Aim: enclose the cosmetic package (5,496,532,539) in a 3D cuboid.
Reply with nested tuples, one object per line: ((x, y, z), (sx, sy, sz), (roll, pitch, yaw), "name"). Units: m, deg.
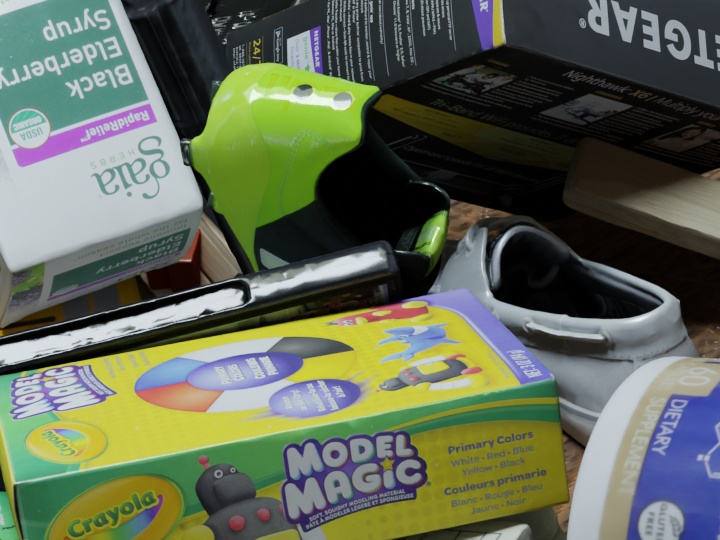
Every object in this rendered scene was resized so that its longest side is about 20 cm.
((-0.048, 0.129, 0.836), (0.199, 0.074, 0.104), (1, 26, 29), "cosmetic package")

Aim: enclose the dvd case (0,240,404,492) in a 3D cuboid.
((-0.077, 0.055, 0.953), (0.199, 0.143, 0.018), (-14, 58, -3), "dvd case")

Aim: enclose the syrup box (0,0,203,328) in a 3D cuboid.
((-0.134, -0.089, 0.992), (0.078, 0.201, 0.081), (-20, -12, -16), "syrup box")

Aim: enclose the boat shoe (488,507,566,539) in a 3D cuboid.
((-0.012, 0.093, 0.912), (0.199, 0.062, 0.072), (0, 26, 29), "boat shoe")

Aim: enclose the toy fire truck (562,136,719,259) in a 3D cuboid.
((0.178, -0.005, 0.991), (0.199, 0.129, 0.176), (-18, 15, 31), "toy fire truck")

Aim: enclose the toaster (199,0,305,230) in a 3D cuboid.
((-0.105, -0.076, 1.263), (0.199, 0.119, 0.181), (-6, 24, 13), "toaster")

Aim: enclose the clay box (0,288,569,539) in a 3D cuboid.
((-0.044, 0.057, 0.847), (0.199, 0.048, 0.115), (-10, 16, -10), "clay box")

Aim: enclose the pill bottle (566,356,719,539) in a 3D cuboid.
((0.171, 0.090, 0.757), (0.199, 0.120, 0.120), (3, 28, 31), "pill bottle")

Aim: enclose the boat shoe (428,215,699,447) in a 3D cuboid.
((0.067, 0.013, 1.041), (0.072, 0.069, 0.200), (-20, 25, -17), "boat shoe")

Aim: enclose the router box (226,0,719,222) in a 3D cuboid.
((0.068, -0.076, 1.083), (0.199, 0.053, 0.157), (12, -20, -44), "router box")

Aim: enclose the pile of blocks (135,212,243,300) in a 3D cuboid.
((-0.109, -0.063, 1.129), (0.082, 0.201, 0.062), (-17, -9, 9), "pile of blocks")

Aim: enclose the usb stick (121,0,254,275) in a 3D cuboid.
((-0.046, -0.033, 1.036), (0.032, 0.201, 0.056), (-24, 25, 1), "usb stick")

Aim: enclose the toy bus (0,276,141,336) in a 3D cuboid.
((-0.140, 0.050, 1.018), (0.199, 0.065, 0.079), (-10, 48, -10), "toy bus")

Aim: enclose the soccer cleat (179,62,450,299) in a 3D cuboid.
((0.000, 0.000, 0.971), (0.081, 0.200, 0.068), (7, 57, 26), "soccer cleat")
